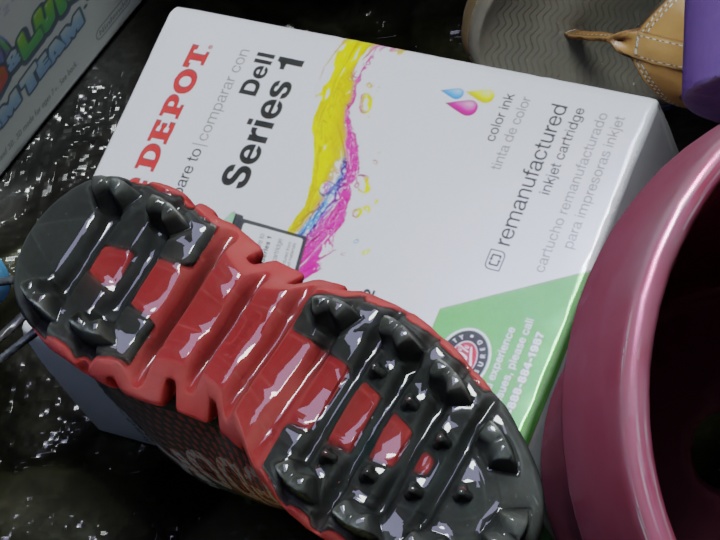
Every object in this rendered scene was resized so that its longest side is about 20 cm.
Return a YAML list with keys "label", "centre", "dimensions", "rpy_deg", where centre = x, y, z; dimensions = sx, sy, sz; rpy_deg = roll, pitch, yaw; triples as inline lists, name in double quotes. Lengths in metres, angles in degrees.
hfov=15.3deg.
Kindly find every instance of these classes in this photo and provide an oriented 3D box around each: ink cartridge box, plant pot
- label: "ink cartridge box"
  centre: [0.000, 0.000, 0.959]
  dimensions: [0.199, 0.084, 0.145]
  rpy_deg: [13, 67, 25]
- label: "plant pot"
  centre: [0.141, 0.052, 0.801]
  dimensions: [0.199, 0.179, 0.201]
  rpy_deg: [2, 81, -13]

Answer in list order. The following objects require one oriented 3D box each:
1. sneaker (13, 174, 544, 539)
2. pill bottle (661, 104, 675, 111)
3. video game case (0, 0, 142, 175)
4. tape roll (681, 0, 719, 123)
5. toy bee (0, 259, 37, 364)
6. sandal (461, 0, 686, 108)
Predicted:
- label: "sneaker"
  centre: [-0.017, 0.042, 0.837]
  dimensions: [0.200, 0.098, 0.071]
  rpy_deg: [30, 78, 31]
- label: "pill bottle"
  centre: [0.146, -0.132, 1.023]
  dimensions: [0.199, 0.120, 0.120]
  rpy_deg: [-18, 48, 1]
- label: "video game case"
  centre: [-0.147, -0.118, 1.053]
  dimensions: [0.024, 0.182, 0.200]
  rpy_deg: [24, 60, 20]
- label: "tape roll"
  centre: [0.200, -0.091, 0.834]
  dimensions: [0.199, 0.200, 0.086]
  rpy_deg: [1, 86, 17]
- label: "toy bee"
  centre: [-0.175, -0.015, 0.963]
  dimensions: [0.200, 0.109, 0.131]
  rpy_deg: [-30, 17, 43]
- label: "sandal"
  centre: [0.136, -0.079, 0.947]
  dimensions: [0.199, 0.082, 0.055]
  rpy_deg: [12, 25, -7]
